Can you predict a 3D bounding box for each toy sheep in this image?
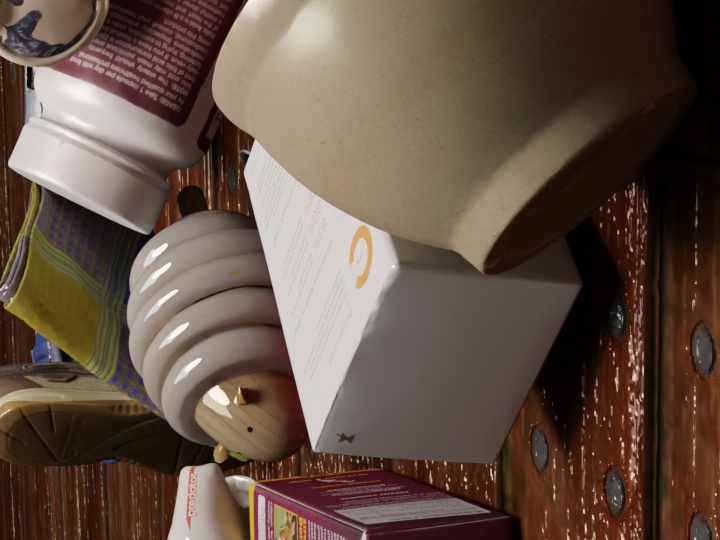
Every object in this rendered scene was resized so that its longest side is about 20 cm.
[{"bbox_3d":[-0.075,0.030,1.454,0.138,0.137,0.201,106,152,-44],"label":"toy sheep"}]

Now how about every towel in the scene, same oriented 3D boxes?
[{"bbox_3d":[-0.137,0.023,1.522,0.023,0.200,0.144,-38,26,30],"label":"towel"}]

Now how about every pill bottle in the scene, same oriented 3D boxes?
[{"bbox_3d":[-0.126,-0.132,1.470,0.201,0.114,0.114,-64,21,-4],"label":"pill bottle"}]

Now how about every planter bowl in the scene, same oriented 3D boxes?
[{"bbox_3d":[0.056,-0.086,1.027,0.135,0.200,0.200,49,149,12],"label":"planter bowl"}]

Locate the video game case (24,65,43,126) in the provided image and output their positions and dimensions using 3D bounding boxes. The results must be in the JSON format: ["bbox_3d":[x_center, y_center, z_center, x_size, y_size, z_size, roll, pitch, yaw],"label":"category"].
[{"bbox_3d":[-0.175,-0.163,1.611,0.019,0.143,0.202,-1,90,27],"label":"video game case"}]

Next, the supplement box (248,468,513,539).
[{"bbox_3d":[0.009,0.176,1.323,0.200,0.085,0.111,-172,78,-70],"label":"supplement box"}]

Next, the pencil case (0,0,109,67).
[{"bbox_3d":[-0.211,-0.183,1.442,0.200,0.089,0.078,-133,29,-60],"label":"pencil case"}]

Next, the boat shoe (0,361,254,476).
[{"bbox_3d":[-0.146,0.086,1.568,0.073,0.199,0.065,-60,37,34],"label":"boat shoe"}]

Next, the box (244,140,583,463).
[{"bbox_3d":[0.020,-0.023,1.188,0.201,0.097,0.125,-106,29,-44],"label":"box"}]

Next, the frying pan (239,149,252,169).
[{"bbox_3d":[-0.009,-0.013,1.306,0.115,0.031,0.190,56,170,-30],"label":"frying pan"}]

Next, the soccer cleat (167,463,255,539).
[{"bbox_3d":[-0.067,0.171,1.481,0.200,0.068,0.086,43,-138,-67],"label":"soccer cleat"}]

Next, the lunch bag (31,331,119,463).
[{"bbox_3d":[-0.161,0.064,1.696,0.200,0.131,0.137,163,101,-70],"label":"lunch bag"}]
